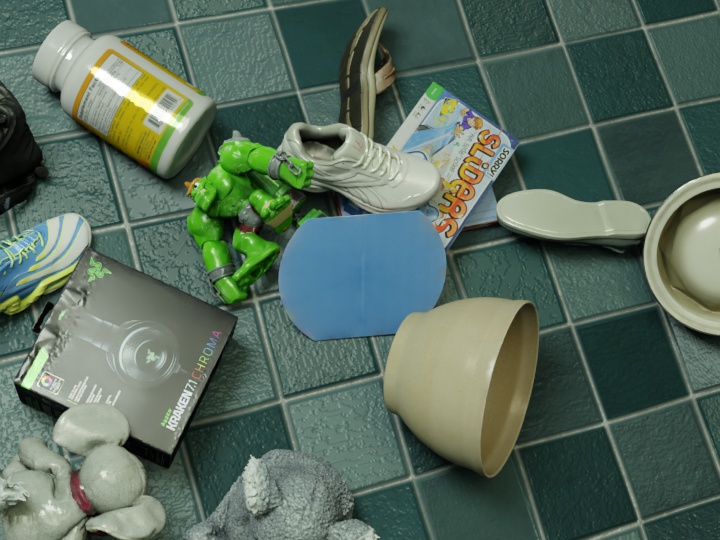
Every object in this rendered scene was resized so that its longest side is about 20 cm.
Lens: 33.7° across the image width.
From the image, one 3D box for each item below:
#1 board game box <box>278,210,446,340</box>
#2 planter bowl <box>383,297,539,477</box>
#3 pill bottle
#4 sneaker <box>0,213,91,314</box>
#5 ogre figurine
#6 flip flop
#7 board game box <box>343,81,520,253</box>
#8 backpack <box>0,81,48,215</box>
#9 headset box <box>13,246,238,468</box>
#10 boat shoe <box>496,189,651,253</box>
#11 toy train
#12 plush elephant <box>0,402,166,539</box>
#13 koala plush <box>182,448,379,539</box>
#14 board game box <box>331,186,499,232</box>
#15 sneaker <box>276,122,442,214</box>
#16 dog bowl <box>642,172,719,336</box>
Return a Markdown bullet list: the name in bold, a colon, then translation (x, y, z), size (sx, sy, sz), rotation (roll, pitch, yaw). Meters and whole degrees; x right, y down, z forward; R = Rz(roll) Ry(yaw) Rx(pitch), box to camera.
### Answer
- **board game box**: translation (0.000, 0.000, 1.399), size (0.199, 0.039, 0.158), rotation (-5, 116, -10)
- **planter bowl**: translation (0.108, 0.118, 1.341), size (0.134, 0.200, 0.201), rotation (13, 67, 22)
- **pill bottle**: translation (-0.280, -0.206, 1.398), size (0.200, 0.111, 0.111), rotation (33, 69, 1)
- **sneaker**: translation (-0.380, -0.003, 1.314), size (0.076, 0.105, 0.200), rotation (45, 70, 5)
- **ogre figurine**: translation (-0.138, -0.068, 1.367), size (0.098, 0.200, 0.120), rotation (-26, 59, -37)
- **flip flop**: translation (0.014, -0.233, 1.489), size (0.057, 0.081, 0.201), rotation (12, 71, -25)
- **board game box**: translation (0.089, -0.117, 1.462), size (0.135, 0.034, 0.200), rotation (34, 70, 1)
- **backpack**: translation (-0.467, -0.120, 1.322), size (0.200, 0.167, 0.127), rotation (-41, 64, -17)
- **headset box**: translation (-0.262, 0.094, 1.312), size (0.200, 0.093, 0.174), rotation (26, 68, -2)
- **boat shoe**: translation (0.259, -0.053, 1.479), size (0.199, 0.062, 0.073), rotation (3, 56, -12)
- **toy train**: translation (-0.095, -0.087, 1.425), size (0.200, 0.056, 0.042), rotation (42, 69, 4)
- **plush elephant**: translation (-0.282, 0.230, 1.210), size (0.154, 0.200, 0.165), rotation (-13, 67, -11)
- **koala plush**: translation (-0.073, 0.261, 1.237), size (0.177, 0.200, 0.184), rotation (31, 69, 1)
- **board game box**: translation (0.068, -0.088, 1.478), size (0.199, 0.019, 0.103), rotation (-11, 76, -14)
- **sneaker**: translation (0.000, -0.122, 1.373), size (0.199, 0.099, 0.078), rotation (10, 68, -4)
- **dog bowl**: translation (0.448, -0.023, 1.461), size (0.199, 0.074, 0.201), rotation (2, 97, 13)
